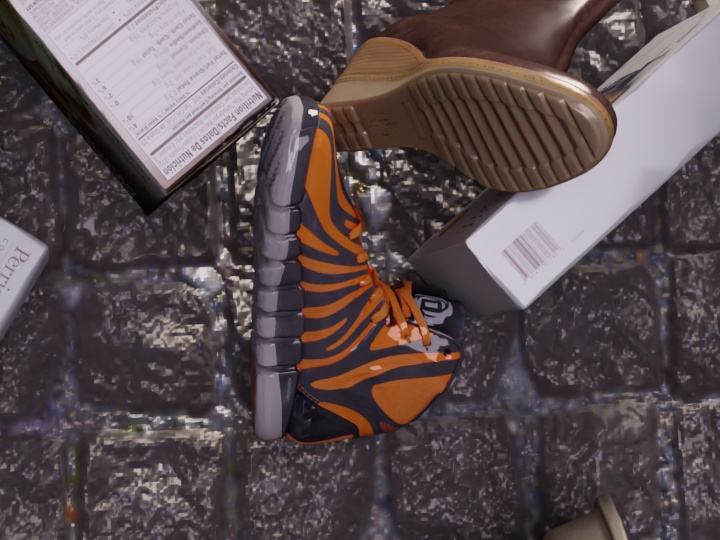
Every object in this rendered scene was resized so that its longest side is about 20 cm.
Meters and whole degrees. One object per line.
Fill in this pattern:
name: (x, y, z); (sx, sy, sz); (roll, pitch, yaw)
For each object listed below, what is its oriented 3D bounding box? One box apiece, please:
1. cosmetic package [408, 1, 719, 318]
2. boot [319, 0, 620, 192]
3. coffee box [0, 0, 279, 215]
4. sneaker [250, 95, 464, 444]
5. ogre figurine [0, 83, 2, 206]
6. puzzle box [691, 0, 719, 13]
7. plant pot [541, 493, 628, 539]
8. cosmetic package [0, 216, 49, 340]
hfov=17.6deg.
cosmetic package: (0.125, -0.058, 1.235); (0.200, 0.151, 0.052); (-42, 92, -10)
boot: (0.087, -0.113, 1.194); (0.166, 0.200, 0.073); (-40, 121, -33)
coffee box: (-0.141, -0.134, 1.213); (0.080, 0.114, 0.200); (-40, 95, -10)
sneaker: (0.000, 0.000, 1.220); (0.111, 0.078, 0.201); (0, 122, -6)
ogre figurine: (-0.244, -0.080, 1.129); (0.120, 0.098, 0.201); (-23, 92, -30)
puzzle box: (0.303, -0.144, 1.334); (0.199, 0.025, 0.133); (-26, 91, -11)
plant pot: (0.066, 0.236, 1.200); (0.183, 0.200, 0.201); (-15, 89, 1)
cosmetic package: (-0.270, -0.020, 1.204); (0.200, 0.074, 0.102); (31, 81, -5)
